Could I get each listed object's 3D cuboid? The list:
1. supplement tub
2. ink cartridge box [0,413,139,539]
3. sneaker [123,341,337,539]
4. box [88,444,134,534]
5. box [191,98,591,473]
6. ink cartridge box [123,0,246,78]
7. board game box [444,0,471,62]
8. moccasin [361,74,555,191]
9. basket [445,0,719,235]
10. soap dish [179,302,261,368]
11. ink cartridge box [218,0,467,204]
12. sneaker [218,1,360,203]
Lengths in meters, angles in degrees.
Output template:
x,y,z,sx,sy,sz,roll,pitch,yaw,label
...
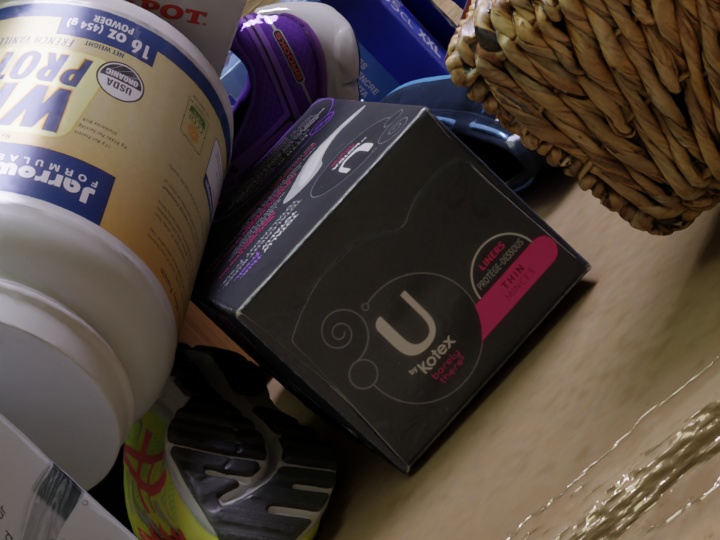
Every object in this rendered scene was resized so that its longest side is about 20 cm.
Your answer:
x,y,z,sx,sy,sz,roll,pitch,yaw,label
-0.141,-0.012,0.941,0.144,0.144,0.200,-35,30,37,supplement tub
-0.152,0.143,0.795,0.083,0.200,0.147,-29,20,50,ink cartridge box
-0.066,0.103,0.978,0.200,0.078,0.090,-125,51,-69,sneaker
-0.240,0.109,1.142,0.198,0.200,0.123,-41,2,15,box
0.000,0.000,0.981,0.122,0.106,0.200,-48,14,-5,box
-0.144,-0.110,1.054,0.200,0.146,0.084,114,164,-48,ink cartridge box
0.114,-0.173,1.121,0.200,0.019,0.103,-33,-31,-53,board game box
0.038,-0.062,1.114,0.068,0.080,0.200,-47,12,-30,moccasin
0.146,-0.128,0.836,0.149,0.143,0.200,-41,17,41,basket
-0.159,0.013,1.219,0.157,0.200,0.081,-34,13,39,soap dish
-0.011,-0.093,1.238,0.200,0.136,0.076,-42,15,14,ink cartridge box
-0.046,-0.040,1.118,0.083,0.200,0.081,-3,17,-10,sneaker
